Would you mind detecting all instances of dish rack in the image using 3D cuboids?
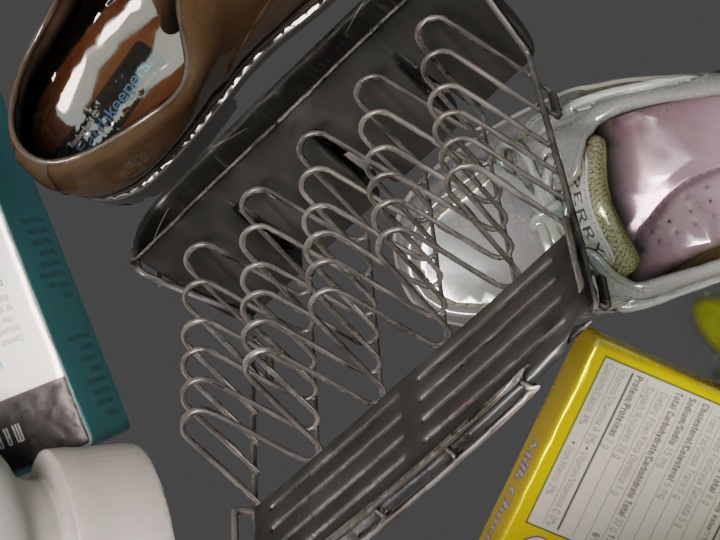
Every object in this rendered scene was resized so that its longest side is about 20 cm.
[{"bbox_3d":[0.000,0.000,0.784,0.055,0.200,0.153,37,112,-23],"label":"dish rack"}]

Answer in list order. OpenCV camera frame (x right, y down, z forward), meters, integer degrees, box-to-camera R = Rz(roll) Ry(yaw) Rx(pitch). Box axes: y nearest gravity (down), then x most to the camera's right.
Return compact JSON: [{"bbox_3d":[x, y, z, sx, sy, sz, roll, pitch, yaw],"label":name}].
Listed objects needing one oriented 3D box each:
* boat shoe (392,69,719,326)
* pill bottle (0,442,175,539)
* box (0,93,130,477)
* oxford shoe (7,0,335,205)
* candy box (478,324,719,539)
[{"bbox_3d":[0.101,-0.028,0.823,0.202,0.065,0.075,-13,91,17],"label":"boat shoe"},{"bbox_3d":[-0.161,0.108,0.807,0.200,0.110,0.110,-4,94,-19],"label":"pill bottle"},{"bbox_3d":[-0.155,-0.022,0.889,0.082,0.049,0.200,-21,89,13],"label":"box"},{"bbox_3d":[-0.045,-0.106,0.842,0.073,0.084,0.200,33,97,12],"label":"oxford shoe"},{"bbox_3d":[0.074,0.126,0.846,0.102,0.026,0.200,23,99,-16],"label":"candy box"}]
